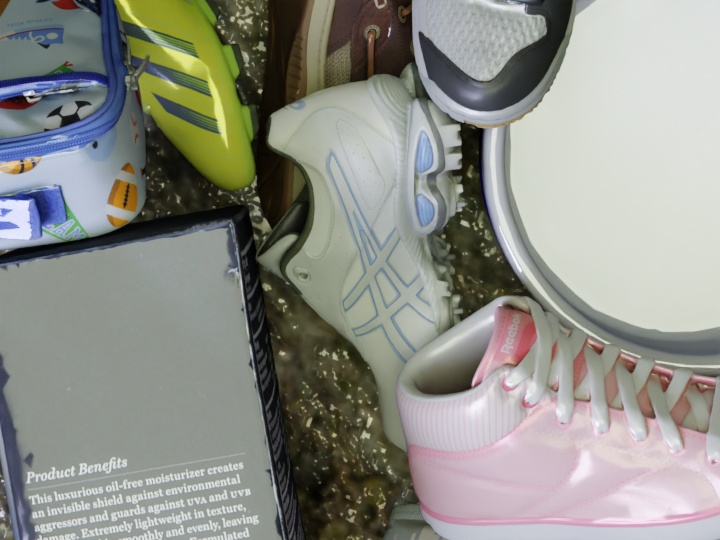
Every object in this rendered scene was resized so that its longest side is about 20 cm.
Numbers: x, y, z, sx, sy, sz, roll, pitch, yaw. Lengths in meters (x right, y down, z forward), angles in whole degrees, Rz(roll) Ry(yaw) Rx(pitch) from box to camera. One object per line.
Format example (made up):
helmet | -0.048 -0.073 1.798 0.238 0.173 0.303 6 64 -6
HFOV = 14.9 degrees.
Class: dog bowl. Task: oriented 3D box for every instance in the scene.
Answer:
dog bowl | 0.155 -0.054 1.287 0.199 0.079 0.201 0 94 -1

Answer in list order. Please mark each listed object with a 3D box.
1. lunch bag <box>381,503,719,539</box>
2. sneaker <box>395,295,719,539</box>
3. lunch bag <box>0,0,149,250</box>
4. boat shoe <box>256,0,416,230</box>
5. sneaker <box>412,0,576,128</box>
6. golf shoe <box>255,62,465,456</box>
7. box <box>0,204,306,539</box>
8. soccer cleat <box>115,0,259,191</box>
lunch bag | 0.080 0.200 1.265 0.199 0.118 0.165 6 63 26
sneaker | 0.107 0.063 1.215 0.199 0.076 0.105 -7 127 21
lunch bag | -0.186 -0.064 1.184 0.199 0.161 0.076 -10 125 0
boat shoe | -0.002 -0.110 1.277 0.072 0.072 0.201 -1 114 -17
sneaker | 0.067 -0.164 1.202 0.075 0.088 0.201 12 74 7
golf shoe | 0.000 0.000 1.274 0.097 0.078 0.201 -6 118 -4
box | -0.094 0.079 1.238 0.122 0.200 0.200 -9 93 0
soccer cleat | -0.114 -0.120 1.288 0.083 0.065 0.201 -28 88 -13
